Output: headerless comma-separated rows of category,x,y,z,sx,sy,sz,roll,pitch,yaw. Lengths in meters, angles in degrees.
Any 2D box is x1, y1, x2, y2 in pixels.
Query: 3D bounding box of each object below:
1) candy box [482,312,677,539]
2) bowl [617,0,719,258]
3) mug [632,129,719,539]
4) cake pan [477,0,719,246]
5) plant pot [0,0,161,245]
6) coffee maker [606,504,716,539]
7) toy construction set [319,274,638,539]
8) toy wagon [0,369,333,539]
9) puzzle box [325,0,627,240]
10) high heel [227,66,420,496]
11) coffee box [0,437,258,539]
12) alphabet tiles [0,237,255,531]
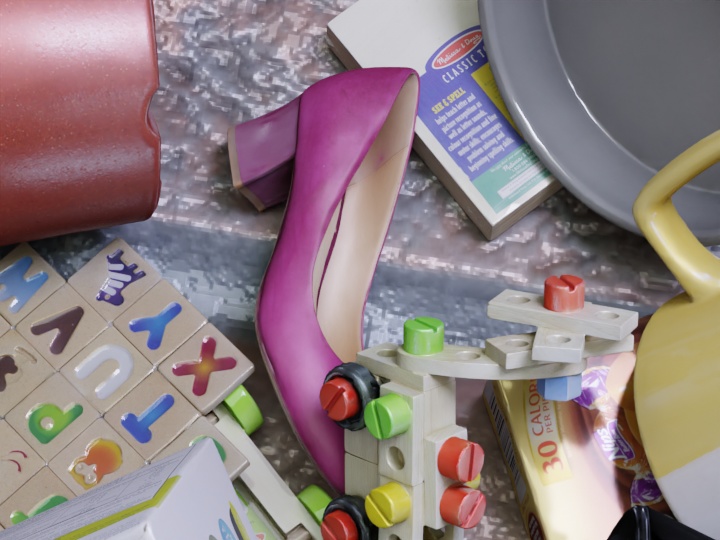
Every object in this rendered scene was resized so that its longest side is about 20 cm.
candy box,0.139,0.124,1.157,0.116,0.057,0.201,-15,72,-6
bowl,0.225,-0.083,1.178,0.094,0.201,0.201,-30,72,-40
mug,0.206,0.039,1.075,0.186,0.153,0.150,31,49,-25
cake pan,0.140,-0.110,1.148,0.037,0.201,0.200,-29,72,-42
plant pot,-0.195,-0.088,1.160,0.194,0.201,0.202,-4,72,-11
coffee maker,0.169,0.190,1.021,0.199,0.192,0.135,24,91,-3
toy construction set,0.048,0.096,1.100,0.131,0.092,0.201,17,100,42
toy wagon,-0.078,0.147,1.155,0.155,0.040,0.200,-37,77,-11
puzzle box,0.099,-0.124,1.253,0.200,0.025,0.133,-36,77,-11
high heel,0.000,0.000,1.179,0.096,0.067,0.201,-20,69,16
coffee box,-0.117,0.207,1.010,0.199,0.198,0.201,-24,93,5
alphabet tiles,-0.153,0.078,1.162,0.200,0.006,0.166,-41,64,-13
